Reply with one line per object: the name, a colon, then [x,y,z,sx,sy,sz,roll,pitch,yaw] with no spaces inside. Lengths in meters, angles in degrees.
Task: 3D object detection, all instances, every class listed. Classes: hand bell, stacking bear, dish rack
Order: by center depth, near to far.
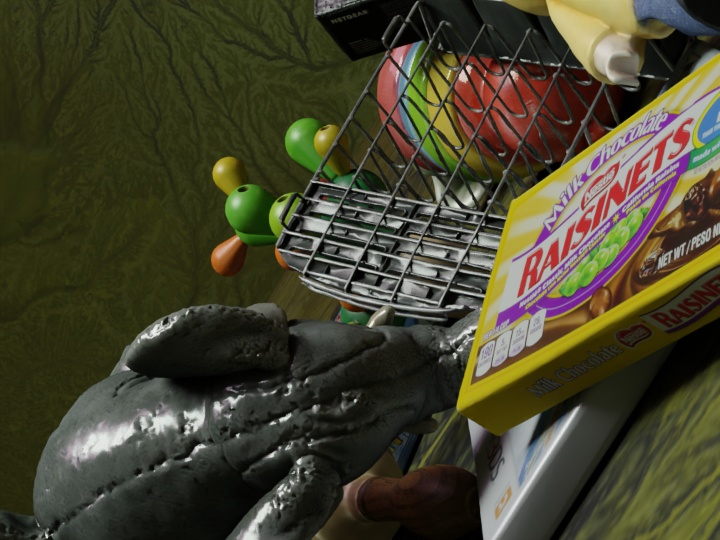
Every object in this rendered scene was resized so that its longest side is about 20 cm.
hand bell: [0.013,0.107,0.815,0.104,0.104,0.200,-61,19,-17]
dish rack: [0.055,-0.060,0.840,0.153,0.055,0.201,12,64,40]
stacking bear: [0.087,-0.104,1.002,0.114,0.122,0.200,-39,14,-9]

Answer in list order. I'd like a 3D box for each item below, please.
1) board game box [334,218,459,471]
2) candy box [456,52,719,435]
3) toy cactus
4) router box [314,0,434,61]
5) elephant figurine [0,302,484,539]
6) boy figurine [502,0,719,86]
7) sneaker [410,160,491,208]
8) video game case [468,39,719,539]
board game box: [0.006,0.069,1.063,0.201,0.061,0.200,-60,6,-2]
candy box: [0.104,-0.019,0.603,0.200,0.026,0.103,-38,27,53]
toy cactus: [0.000,0.000,0.946,0.200,0.164,0.103,-106,37,-57]
router box: [0.072,-0.212,0.965,0.199,0.051,0.150,-14,57,22]
elephant figurine: [-0.040,0.062,0.717,0.200,0.141,0.156,-32,28,49]
boy figurine: [0.114,-0.142,0.745,0.200,0.064,0.125,25,103,65]
sneaker: [0.066,-0.105,1.178,0.090,0.067,0.200,-63,-21,-15]
video game case: [0.104,0.004,0.706,0.201,0.022,0.182,-59,6,11]
